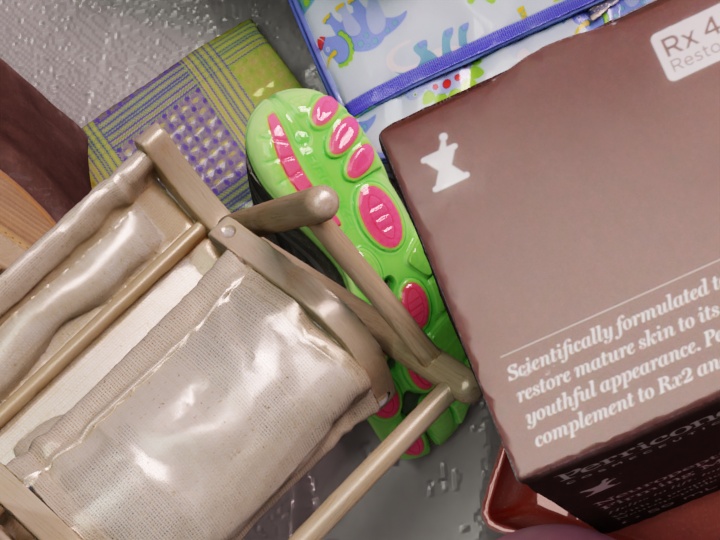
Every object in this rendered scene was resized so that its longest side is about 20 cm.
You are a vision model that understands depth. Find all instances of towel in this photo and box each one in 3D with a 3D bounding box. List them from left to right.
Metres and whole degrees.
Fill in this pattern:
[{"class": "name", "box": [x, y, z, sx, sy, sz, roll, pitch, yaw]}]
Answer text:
[{"class": "towel", "box": [-0.105, -0.033, 1.054, 0.200, 0.023, 0.144, -37, 69, 4]}]

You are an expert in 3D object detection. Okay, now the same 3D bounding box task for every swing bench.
[{"class": "swing bench", "box": [-0.091, 0.056, 0.840, 0.199, 0.130, 0.200, -44, 27, -13]}]

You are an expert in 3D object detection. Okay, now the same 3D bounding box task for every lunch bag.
[{"class": "lunch bag", "box": [0.069, -0.143, 1.000, 0.200, 0.082, 0.161, -22, 74, 11]}]

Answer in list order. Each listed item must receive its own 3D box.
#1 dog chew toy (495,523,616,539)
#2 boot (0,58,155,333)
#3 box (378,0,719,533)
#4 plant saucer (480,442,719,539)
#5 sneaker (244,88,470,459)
[{"class": "dog chew toy", "box": [0.137, 0.176, 0.859, 0.200, 0.125, 0.125, -2, 76, 16]}, {"class": "boot", "box": [-0.146, -0.020, 0.999, 0.072, 0.200, 0.166, -36, 33, 25]}, {"class": "box", "box": [0.132, 0.003, 0.842, 0.166, 0.200, 0.164, -24, 71, 11]}, {"class": "plant saucer", "box": [0.182, 0.060, 0.938, 0.200, 0.037, 0.200, 15, 81, 20]}, {"class": "sneaker", "box": [0.000, 0.000, 0.980, 0.077, 0.084, 0.200, -24, 96, -13]}]
